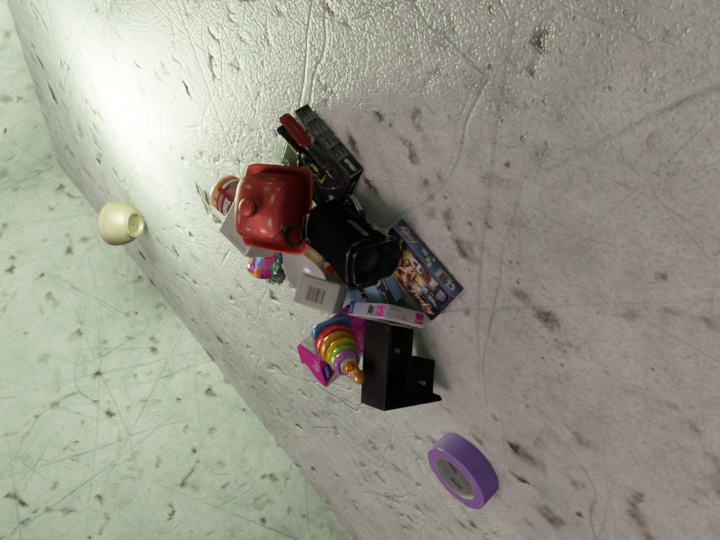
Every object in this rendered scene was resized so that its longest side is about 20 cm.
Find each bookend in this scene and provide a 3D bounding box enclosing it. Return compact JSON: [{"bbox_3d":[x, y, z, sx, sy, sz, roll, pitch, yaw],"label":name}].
[{"bbox_3d":[0.106,0.222,1.572,0.091,0.197,0.204,6,94,50],"label":"bookend"}]

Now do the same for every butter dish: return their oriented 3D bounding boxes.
[{"bbox_3d":[-0.221,-0.142,1.476,0.196,0.147,0.205,9,98,26],"label":"butter dish"}]

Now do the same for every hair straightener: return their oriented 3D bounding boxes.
[{"bbox_3d":[-0.111,-0.250,1.415,0.200,0.041,0.077,45,150,7],"label":"hair straightener"}]

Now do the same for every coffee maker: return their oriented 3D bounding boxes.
[{"bbox_3d":[-0.037,-0.050,1.382,0.200,0.190,0.136,46,165,49],"label":"coffee maker"}]

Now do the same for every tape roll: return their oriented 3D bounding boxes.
[{"bbox_3d":[0.275,0.543,1.744,0.199,0.065,0.202,39,150,28],"label":"tape roll"}]

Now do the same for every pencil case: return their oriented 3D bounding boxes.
[{"bbox_3d":[-0.253,-0.076,1.778,0.088,0.088,0.203,37,120,29],"label":"pencil case"}]

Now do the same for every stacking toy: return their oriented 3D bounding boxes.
[{"bbox_3d":[-0.038,0.212,1.565,0.200,0.108,0.118,-129,25,-53],"label":"stacking toy"}]

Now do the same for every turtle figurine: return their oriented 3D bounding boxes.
[{"bbox_3d":[-0.268,-0.032,1.930,0.152,0.099,0.200,62,171,16],"label":"turtle figurine"}]

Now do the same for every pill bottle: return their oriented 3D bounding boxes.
[{"bbox_3d":[-0.332,-0.180,1.848,0.199,0.112,0.114,37,148,29],"label":"pill bottle"}]

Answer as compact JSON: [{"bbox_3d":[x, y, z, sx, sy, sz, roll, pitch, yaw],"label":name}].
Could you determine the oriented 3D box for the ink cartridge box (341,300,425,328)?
[{"bbox_3d":[0.053,0.105,1.562,0.118,0.043,0.199,16,169,-31],"label":"ink cartridge box"}]

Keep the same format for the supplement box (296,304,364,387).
[{"bbox_3d":[-0.064,0.203,1.755,0.103,0.199,0.103,28,144,39],"label":"supplement box"}]

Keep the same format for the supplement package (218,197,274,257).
[{"bbox_3d":[-0.248,-0.148,1.640,0.117,0.117,0.202,40,110,22],"label":"supplement package"}]

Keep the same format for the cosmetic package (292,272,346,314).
[{"bbox_3d":[-0.093,0.058,1.557,0.099,0.073,0.200,17,177,4],"label":"cosmetic package"}]

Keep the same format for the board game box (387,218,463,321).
[{"bbox_3d":[0.124,0.001,1.410,0.201,0.034,0.136,50,152,10],"label":"board game box"}]

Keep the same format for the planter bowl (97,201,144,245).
[{"bbox_3d":[-1.070,-0.211,2.933,0.132,0.202,0.203,4,130,22],"label":"planter bowl"}]

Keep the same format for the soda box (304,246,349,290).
[{"bbox_3d":[-0.070,-0.041,1.541,0.199,0.067,0.065,37,147,33],"label":"soda box"}]

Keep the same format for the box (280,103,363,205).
[{"bbox_3d":[-0.094,-0.242,1.473,0.201,0.047,0.194,50,154,8],"label":"box"}]

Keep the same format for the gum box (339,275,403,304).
[{"bbox_3d":[0.000,0.000,1.596,0.199,0.044,0.172,0,120,59],"label":"gum box"}]

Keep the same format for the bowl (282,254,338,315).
[{"bbox_3d":[-0.128,0.002,1.770,0.199,0.074,0.202,39,149,26],"label":"bowl"}]
